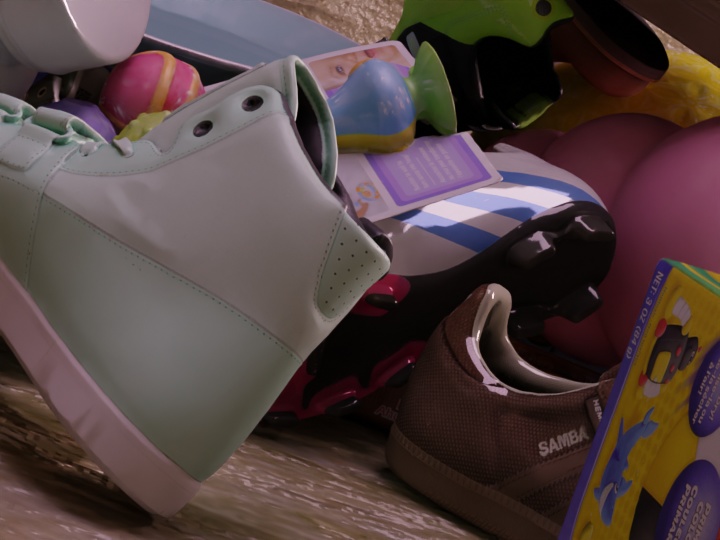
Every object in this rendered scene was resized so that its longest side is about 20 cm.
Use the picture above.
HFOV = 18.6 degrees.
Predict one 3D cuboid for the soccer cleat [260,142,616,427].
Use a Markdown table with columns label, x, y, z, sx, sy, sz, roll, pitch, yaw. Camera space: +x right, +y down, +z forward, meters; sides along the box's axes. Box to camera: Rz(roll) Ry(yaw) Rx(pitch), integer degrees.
| label | x | y | z | sx | sy | sz | roll | pitch | yaw |
| --- | --- | --- | --- | --- | --- | --- | --- | --- | --- |
| soccer cleat | 0.000 | 0.000 | 0.800 | 0.199 | 0.070 | 0.086 | -13 | 38 | -31 |

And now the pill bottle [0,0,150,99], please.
| label | x | y | z | sx | sy | sz | roll | pitch | yaw |
| --- | --- | --- | --- | --- | --- | --- | --- | --- | --- |
| pill bottle | -0.179 | -0.100 | 0.770 | 0.198 | 0.114 | 0.113 | -6 | -1 | 20 |

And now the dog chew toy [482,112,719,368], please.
| label | x | y | z | sx | sy | sz | roll | pitch | yaw |
| --- | --- | --- | --- | --- | --- | --- | --- | --- | --- |
| dog chew toy | 0.119 | -0.009 | 0.913 | 0.199 | 0.126 | 0.124 | 15 | 3 | 43 |

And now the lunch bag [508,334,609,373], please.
| label | x | y | z | sx | sy | sz | roll | pitch | yaw |
| --- | --- | --- | --- | --- | --- | --- | --- | --- | --- |
| lunch bag | 0.173 | 0.028 | 1.042 | 0.199 | 0.129 | 0.169 | 5 | -3 | 37 |

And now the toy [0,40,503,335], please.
| label | x | y | z | sx | sy | sz | roll | pitch | yaw |
| --- | --- | --- | --- | --- | --- | --- | --- | --- | --- |
| toy | -0.063 | -0.045 | 0.758 | 0.198 | 0.048 | 0.115 | -14 | 34 | -12 |

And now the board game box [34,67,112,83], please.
| label | x | y | z | sx | sy | sz | roll | pitch | yaw |
| --- | --- | --- | --- | --- | --- | --- | --- | --- | --- |
| board game box | -0.081 | -0.063 | 1.065 | 0.158 | 0.098 | 0.200 | 22 | 9 | 11 |

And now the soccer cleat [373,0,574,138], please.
| label | x | y | z | sx | sy | sz | roll | pitch | yaw |
| --- | --- | --- | --- | --- | --- | --- | --- | --- | --- |
| soccer cleat | 0.048 | -0.087 | 0.978 | 0.081 | 0.067 | 0.200 | 51 | -17 | 13 |

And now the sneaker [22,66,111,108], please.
| label | x | y | z | sx | sy | sz | roll | pitch | yaw |
| --- | --- | --- | --- | --- | --- | --- | --- | --- | --- |
| sneaker | -0.122 | -0.043 | 0.866 | 0.199 | 0.091 | 0.067 | 26 | 11 | 35 |

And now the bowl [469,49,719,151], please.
| label | x | y | z | sx | sy | sz | roll | pitch | yaw |
| --- | --- | --- | --- | --- | --- | --- | --- | --- | --- |
| bowl | 0.120 | -0.058 | 1.103 | 0.199 | 0.199 | 0.109 | 9 | 58 | -53 |

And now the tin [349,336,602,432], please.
| label | x | y | z | sx | sy | sz | roll | pitch | yaw |
| --- | --- | --- | --- | --- | --- | --- | --- | --- | --- |
| tin | 0.044 | 0.048 | 0.870 | 0.198 | 0.042 | 0.112 | 22 | 5 | 6 |

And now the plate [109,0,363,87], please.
| label | x | y | z | sx | sy | sz | roll | pitch | yaw |
| --- | --- | --- | --- | --- | --- | --- | --- | --- | --- |
| plate | -0.077 | -0.100 | 0.918 | 0.198 | 0.026 | 0.200 | 18 | 13 | -4 |

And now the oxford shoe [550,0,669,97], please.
| label | x | y | z | sx | sy | sz | roll | pitch | yaw |
| --- | --- | --- | --- | --- | --- | --- | --- | --- | --- |
| oxford shoe | 0.082 | -0.117 | 1.049 | 0.071 | 0.072 | 0.200 | 26 | 12 | -31 |

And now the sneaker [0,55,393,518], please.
| label | x | y | z | sx | sy | sz | roll | pitch | yaw |
| --- | --- | --- | --- | --- | --- | --- | --- | --- | --- |
| sneaker | -0.071 | -0.031 | 0.662 | 0.201 | 0.118 | 0.074 | 47 | -2 | 32 |

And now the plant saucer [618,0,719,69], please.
| label | x | y | z | sx | sy | sz | roll | pitch | yaw |
| --- | --- | --- | --- | --- | --- | --- | --- | --- | --- |
| plant saucer | 0.145 | -0.108 | 0.937 | 0.199 | 0.030 | 0.200 | 32 | 10 | -7 |

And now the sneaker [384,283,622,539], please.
| label | x | y | z | sx | sy | sz | roll | pitch | yaw |
| --- | --- | --- | --- | --- | --- | --- | --- | --- | --- |
| sneaker | 0.100 | 0.070 | 0.725 | 0.199 | 0.076 | 0.070 | 24 | 9 | 24 |

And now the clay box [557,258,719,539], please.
| label | x | y | z | sx | sy | sz | roll | pitch | yaw |
| --- | --- | --- | --- | --- | --- | --- | --- | --- | --- |
| clay box | 0.110 | 0.076 | 0.577 | 0.047 | 0.116 | 0.200 | 17 | 8 | -14 |
